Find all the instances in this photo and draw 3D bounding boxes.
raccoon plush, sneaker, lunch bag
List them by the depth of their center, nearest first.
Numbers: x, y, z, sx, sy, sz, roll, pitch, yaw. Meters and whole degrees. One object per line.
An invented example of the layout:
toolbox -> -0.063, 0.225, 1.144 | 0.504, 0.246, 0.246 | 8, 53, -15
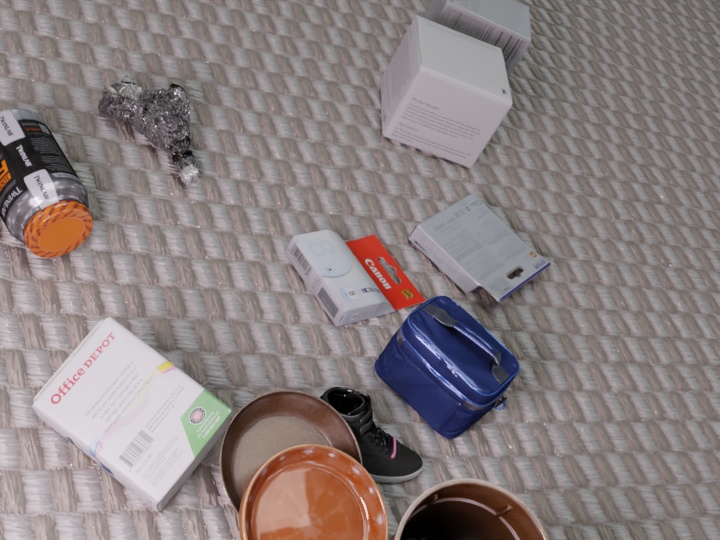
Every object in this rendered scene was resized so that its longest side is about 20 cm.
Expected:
sneaker -> 0.013, 0.226, 1.686 | 0.199, 0.099, 0.071 | 21, 37, -15
lunch bag -> 0.139, 0.143, 1.836 | 0.200, 0.133, 0.136 | 41, 39, 13
raccoon plush -> -0.341, -0.231, 1.960 | 0.133, 0.097, 0.201 | -4, 50, -27

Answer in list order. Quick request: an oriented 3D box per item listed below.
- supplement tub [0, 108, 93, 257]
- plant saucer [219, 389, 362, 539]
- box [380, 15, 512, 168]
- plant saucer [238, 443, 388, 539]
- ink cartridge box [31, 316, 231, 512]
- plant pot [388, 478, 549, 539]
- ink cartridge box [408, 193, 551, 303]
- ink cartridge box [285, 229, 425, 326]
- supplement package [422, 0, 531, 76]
supplement tub -> -0.463, -0.122, 1.724 | 0.122, 0.123, 0.200 | -11, 53, -41
plant saucer -> -0.094, 0.256, 1.589 | 0.199, 0.037, 0.201 | 10, 67, -23
box -> 0.160, -0.345, 2.352 | 0.198, 0.172, 0.201 | 18, 40, -17
plant saucer -> -0.060, 0.321, 1.541 | 0.199, 0.032, 0.201 | 10, 65, -22
ink cartridge box -> -0.280, 0.176, 1.505 | 0.200, 0.088, 0.146 | 37, 70, 5
plant pot -> 0.103, 0.371, 1.457 | 0.199, 0.198, 0.201 | 7, 65, -15
ink cartridge box -> 0.211, -0.033, 2.152 | 0.200, 0.041, 0.199 | 44, 39, 15
ink cartridge box -> 0.000, 0.000, 1.967 | 0.199, 0.047, 0.160 | -14, 56, -40
supplement package -> 0.240, -0.508, 2.603 | 0.199, 0.151, 0.152 | 22, 38, -12
